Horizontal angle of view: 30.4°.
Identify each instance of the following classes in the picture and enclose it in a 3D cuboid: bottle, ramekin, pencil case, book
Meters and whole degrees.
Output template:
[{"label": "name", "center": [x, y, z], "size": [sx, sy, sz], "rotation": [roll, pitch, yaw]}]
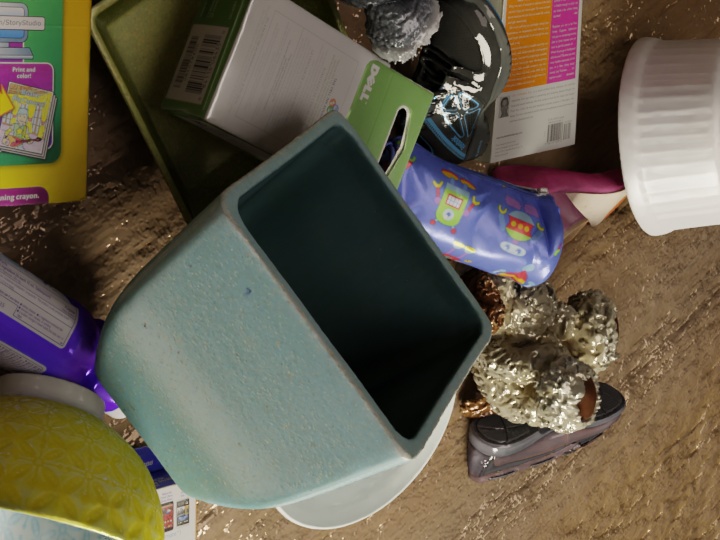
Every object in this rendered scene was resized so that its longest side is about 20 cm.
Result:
[{"label": "bottle", "center": [-0.227, 0.041, 0.911], "size": [0.200, 0.083, 0.066], "rotation": [39, 68, -41]}, {"label": "ramekin", "center": [0.336, -0.137, 1.331], "size": [0.200, 0.097, 0.203], "rotation": [3, 87, -60]}, {"label": "pencil case", "center": [0.084, -0.052, 1.127], "size": [0.199, 0.078, 0.088], "rotation": [18, 97, -25]}, {"label": "book", "center": [0.157, -0.209, 1.227], "size": [0.133, 0.048, 0.202], "rotation": [-14, 112, -42]}]

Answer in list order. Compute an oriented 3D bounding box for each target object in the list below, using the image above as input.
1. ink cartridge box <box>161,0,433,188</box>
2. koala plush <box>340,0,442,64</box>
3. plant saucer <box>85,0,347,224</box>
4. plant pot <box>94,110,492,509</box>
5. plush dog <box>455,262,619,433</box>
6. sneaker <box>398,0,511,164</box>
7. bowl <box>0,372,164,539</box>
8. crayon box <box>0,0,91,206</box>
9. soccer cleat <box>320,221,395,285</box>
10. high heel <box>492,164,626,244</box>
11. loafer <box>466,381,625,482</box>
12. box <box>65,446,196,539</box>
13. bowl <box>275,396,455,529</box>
[{"label": "ink cartridge box", "center": [-0.043, -0.128, 0.987], "size": [0.199, 0.059, 0.105], "rotation": [24, 86, -44]}, {"label": "koala plush", "center": [0.035, -0.272, 0.984], "size": [0.200, 0.183, 0.178], "rotation": [-53, 130, -28]}, {"label": "plant saucer", "center": [-0.102, -0.158, 0.998], "size": [0.200, 0.048, 0.201], "rotation": [-42, 127, -27]}, {"label": "plant pot", "center": [-0.063, 0.045, 0.904], "size": [0.197, 0.199, 0.196], "rotation": [54, 31, -6]}, {"label": "plush dog", "center": [0.142, 0.050, 1.245], "size": [0.173, 0.159, 0.200], "rotation": [67, 29, -15]}, {"label": "sneaker", "center": [0.072, -0.151, 1.106], "size": [0.082, 0.073, 0.201], "rotation": [-29, 147, -22]}, {"label": "bowl", "center": [-0.222, 0.133, 0.891], "size": [0.200, 0.199, 0.109], "rotation": [34, 55, -42]}, {"label": "crayon box", "center": [-0.272, -0.128, 0.842], "size": [0.199, 0.058, 0.174], "rotation": [-7, 105, -42]}, {"label": "soccer cleat", "center": [0.000, 0.000, 1.057], "size": [0.069, 0.085, 0.200], "rotation": [-45, 171, -12]}, {"label": "high heel", "center": [0.205, -0.087, 1.312], "size": [0.200, 0.096, 0.067], "rotation": [-31, 164, -48]}, {"label": "loafer", "center": [0.185, 0.163, 1.350], "size": [0.199, 0.072, 0.063], "rotation": [-12, 129, -34]}, {"label": "box", "center": [-0.186, 0.242, 1.037], "size": [0.118, 0.041, 0.202], "rotation": [-11, 111, -41]}, {"label": "bowl", "center": [-0.021, 0.107, 1.105], "size": [0.200, 0.090, 0.203], "rotation": [-20, 125, -32]}]
